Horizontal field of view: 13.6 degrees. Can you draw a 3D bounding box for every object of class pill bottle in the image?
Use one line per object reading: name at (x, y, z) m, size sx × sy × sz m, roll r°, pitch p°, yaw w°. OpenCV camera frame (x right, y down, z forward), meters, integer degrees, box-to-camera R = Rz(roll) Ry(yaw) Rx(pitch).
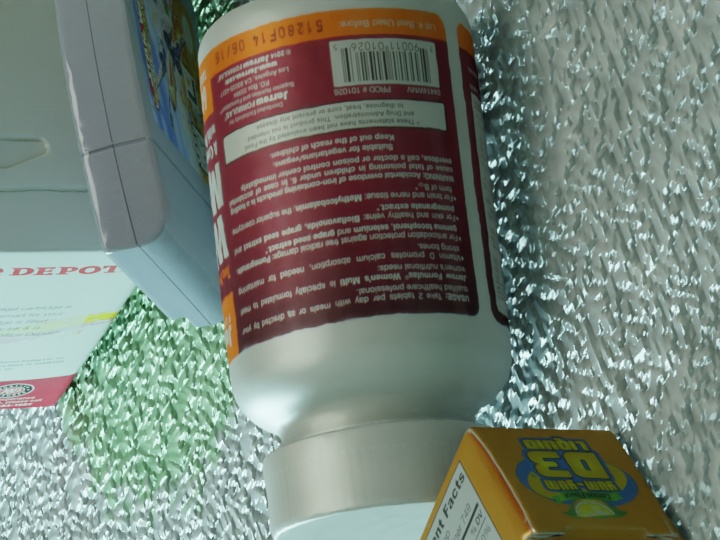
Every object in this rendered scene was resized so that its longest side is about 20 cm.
pill bottle at (0.000, 0.000, 1.152) m, size 0.109 × 0.109 × 0.201 m, roll -30°, pitch 62°, yaw 57°

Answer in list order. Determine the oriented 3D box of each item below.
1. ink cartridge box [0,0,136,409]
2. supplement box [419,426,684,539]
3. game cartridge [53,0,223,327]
ink cartridge box at (-0.198, -0.033, 1.449) m, size 0.200 × 0.144 × 0.146 m, roll 131°, pitch 133°, yaw -58°
supplement box at (0.045, 0.152, 1.107) m, size 0.201 × 0.066 × 0.069 m, roll -67°, pitch 33°, yaw 32°
game cartridge at (-0.098, -0.087, 1.334) m, size 0.133 × 0.041 × 0.201 m, roll 63°, pitch -164°, yaw -69°
